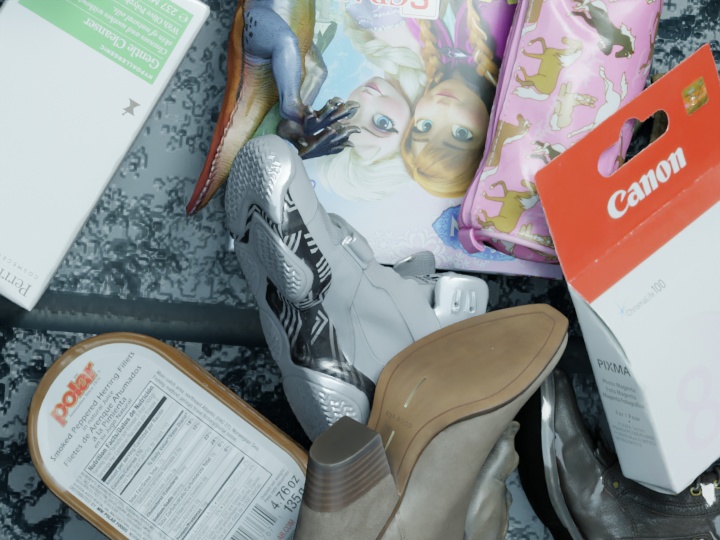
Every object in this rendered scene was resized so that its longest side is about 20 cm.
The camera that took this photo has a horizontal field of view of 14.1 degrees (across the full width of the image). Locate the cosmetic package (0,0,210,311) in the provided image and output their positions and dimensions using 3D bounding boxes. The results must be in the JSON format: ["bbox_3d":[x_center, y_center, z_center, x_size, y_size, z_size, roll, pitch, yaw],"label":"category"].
[{"bbox_3d":[-0.180,-0.088,1.663,0.107,0.085,0.201,30,88,-6],"label":"cosmetic package"}]

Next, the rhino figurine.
[{"bbox_3d":[-0.006,0.132,1.697,0.199,0.060,0.088,-2,89,-3],"label":"rhino figurine"}]

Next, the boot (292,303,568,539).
[{"bbox_3d":[0.039,0.121,1.625,0.199,0.070,0.147,-29,133,-23],"label":"boot"}]

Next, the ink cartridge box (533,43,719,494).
[{"bbox_3d":[0.188,-0.001,1.645,0.162,0.057,0.201,-37,125,-33],"label":"ink cartridge box"}]

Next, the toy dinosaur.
[{"bbox_3d":[-0.053,-0.158,1.632,0.199,0.105,0.182,-25,75,8],"label":"toy dinosaur"}]

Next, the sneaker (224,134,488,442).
[{"bbox_3d":[0.000,0.000,1.629,0.115,0.075,0.201,-27,117,-21],"label":"sneaker"}]

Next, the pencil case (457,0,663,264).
[{"bbox_3d":[0.114,-0.100,1.647,0.086,0.083,0.201,13,91,21],"label":"pencil case"}]

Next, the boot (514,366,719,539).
[{"bbox_3d":[0.190,0.129,1.717,0.173,0.069,0.201,-16,97,-9],"label":"boot"}]

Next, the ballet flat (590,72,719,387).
[{"bbox_3d":[0.160,-0.027,1.699,0.065,0.071,0.201,20,75,16],"label":"ballet flat"}]

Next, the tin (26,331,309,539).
[{"bbox_3d":[-0.102,0.116,1.667,0.200,0.042,0.112,36,83,16],"label":"tin"}]

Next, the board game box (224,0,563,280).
[{"bbox_3d":[0.028,-0.102,1.700,0.199,0.041,0.201,4,92,-5],"label":"board game box"}]
